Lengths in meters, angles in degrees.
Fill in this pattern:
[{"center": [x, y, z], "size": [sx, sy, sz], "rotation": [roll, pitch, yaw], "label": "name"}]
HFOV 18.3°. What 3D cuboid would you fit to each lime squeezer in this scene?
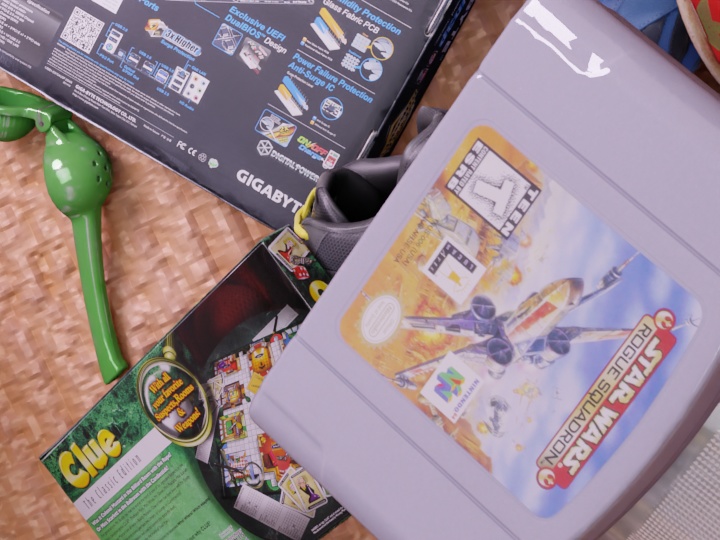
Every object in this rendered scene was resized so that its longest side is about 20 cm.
[{"center": [-0.149, -0.050, 0.972], "size": [0.200, 0.038, 0.071], "rotation": [49, 133, 3], "label": "lime squeezer"}]

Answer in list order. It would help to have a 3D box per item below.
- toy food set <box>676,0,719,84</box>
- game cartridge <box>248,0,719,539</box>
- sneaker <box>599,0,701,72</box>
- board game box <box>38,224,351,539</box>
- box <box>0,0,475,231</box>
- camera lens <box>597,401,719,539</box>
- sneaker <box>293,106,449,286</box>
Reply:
[{"center": [0.199, -0.143, 0.831], "size": [0.198, 0.049, 0.200], "rotation": [24, 92, -34], "label": "toy food set"}, {"center": [0.060, 0.017, 0.773], "size": [0.133, 0.042, 0.200], "rotation": [43, 110, 24], "label": "game cartridge"}, {"center": [0.110, -0.116, 0.877], "size": [0.200, 0.066, 0.078], "rotation": [-46, 119, 8], "label": "sneaker"}, {"center": [-0.053, 0.072, 0.907], "size": [0.105, 0.023, 0.200], "rotation": [52, 136, 3], "label": "board game box"}, {"center": [-0.061, -0.124, 0.935], "size": [0.200, 0.046, 0.159], "rotation": [30, 100, 8], "label": "box"}, {"center": [0.161, 0.059, 0.846], "size": [0.200, 0.160, 0.160], "rotation": [37, 101, 6], "label": "camera lens"}, {"center": [0.000, 0.000, 0.892], "size": [0.085, 0.075, 0.200], "rotation": [42, 125, -15], "label": "sneaker"}]
